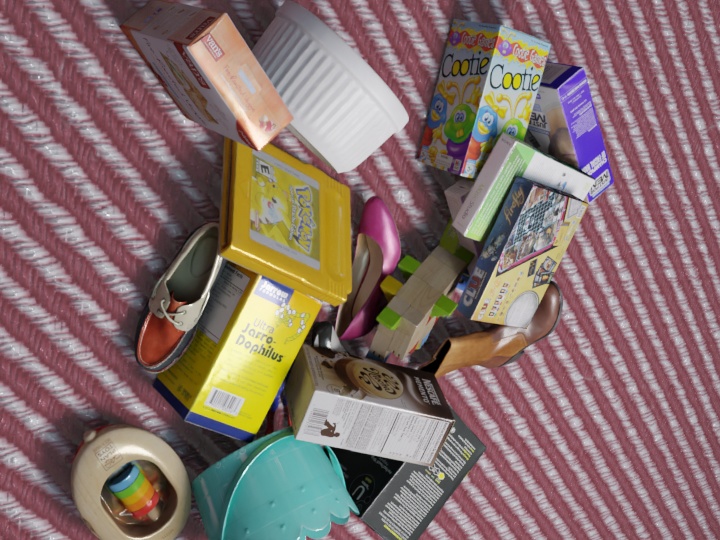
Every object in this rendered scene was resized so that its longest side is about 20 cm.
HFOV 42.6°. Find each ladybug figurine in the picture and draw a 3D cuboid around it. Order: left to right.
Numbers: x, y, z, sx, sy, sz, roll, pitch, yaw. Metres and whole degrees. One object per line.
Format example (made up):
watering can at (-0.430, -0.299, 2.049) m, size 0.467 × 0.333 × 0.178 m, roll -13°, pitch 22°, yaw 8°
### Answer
ladybug figurine at (-0.291, 0.265, 1.156) m, size 0.135 × 0.072 × 0.202 m, roll -35°, pitch 124°, yaw -19°

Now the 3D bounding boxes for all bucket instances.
bucket at (-0.114, 0.300, 1.202) m, size 0.205 × 0.136 × 0.208 m, roll -27°, pitch 164°, yaw -8°

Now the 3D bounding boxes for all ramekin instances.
ramekin at (-0.048, -0.206, 1.084) m, size 0.105 × 0.200 × 0.200 m, roll -48°, pitch 128°, yaw 1°

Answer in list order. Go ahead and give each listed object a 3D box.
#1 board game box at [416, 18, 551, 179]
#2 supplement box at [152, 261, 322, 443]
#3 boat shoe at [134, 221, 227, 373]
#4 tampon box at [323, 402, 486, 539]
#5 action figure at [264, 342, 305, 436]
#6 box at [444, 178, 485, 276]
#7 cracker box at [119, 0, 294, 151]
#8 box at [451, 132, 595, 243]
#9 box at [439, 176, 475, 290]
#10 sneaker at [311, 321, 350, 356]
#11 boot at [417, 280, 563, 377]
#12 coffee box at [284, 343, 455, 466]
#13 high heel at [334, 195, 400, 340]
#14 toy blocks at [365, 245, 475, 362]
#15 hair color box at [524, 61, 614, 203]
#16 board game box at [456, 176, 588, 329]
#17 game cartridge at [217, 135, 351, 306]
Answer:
board game box at (0.169, -0.232, 1.283) m, size 0.102 × 0.104 × 0.203 m, roll 7°, pitch 102°, yaw -37°
supplement box at (-0.156, 0.094, 1.167) m, size 0.109 × 0.108 × 0.202 m, roll 27°, pitch 90°, yaw -38°
boat shoe at (-0.215, 0.031, 1.116) m, size 0.071 × 0.063 × 0.202 m, roll 30°, pitch 86°, yaw -2°
tampon box at (0.055, 0.278, 1.358) m, size 0.200 × 0.149 × 0.126 m, roll -49°, pitch 127°, yaw -10°
action figure at (-0.101, 0.137, 1.264) m, size 0.065 × 0.052 × 0.203 m, roll -8°, pitch 109°, yaw -27°
box at (0.171, -0.034, 1.338) m, size 0.038 × 0.041 × 0.202 m, roll -33°, pitch 121°, yaw -21°
cracker box at (-0.168, -0.213, 0.989) m, size 0.058 × 0.199 × 0.135 m, roll -44°, pitch 126°, yaw -13°
box at (0.231, -0.097, 1.294) m, size 0.199 × 0.036 × 0.146 m, roll 15°, pitch 110°, yaw -45°
box at (0.190, -0.063, 1.396) m, size 0.121 × 0.047 × 0.202 m, roll 22°, pitch 93°, yaw -37°
sneaker at (-0.019, 0.148, 1.294) m, size 0.079 × 0.074 × 0.202 m, roll -9°, pitch 126°, yaw 10°
boot at (0.196, 0.090, 1.403) m, size 0.198 × 0.069 × 0.188 m, roll -5°, pitch 149°, yaw -40°
coffee box at (0.010, 0.176, 1.210) m, size 0.197 × 0.113 × 0.081 m, roll 15°, pitch 113°, yaw -20°
high heel at (0.000, 0.000, 1.272) m, size 0.095 × 0.067 × 0.202 m, roll -26°, pitch 134°, yaw -37°
toy blocks at (0.076, 0.063, 1.305) m, size 0.200 × 0.099 × 0.138 m, roll -47°, pitch 164°, yaw -41°
hair color box at (0.300, -0.207, 1.382) m, size 0.065 × 0.109 × 0.201 m, roll -38°, pitch 124°, yaw -17°
board game box at (0.225, -0.021, 1.282) m, size 0.134 × 0.035 × 0.202 m, roll 11°, pitch 109°, yaw -44°
game cartridge at (-0.087, -0.065, 1.143) m, size 0.199 × 0.032 × 0.179 m, roll 24°, pitch 52°, yaw -39°
